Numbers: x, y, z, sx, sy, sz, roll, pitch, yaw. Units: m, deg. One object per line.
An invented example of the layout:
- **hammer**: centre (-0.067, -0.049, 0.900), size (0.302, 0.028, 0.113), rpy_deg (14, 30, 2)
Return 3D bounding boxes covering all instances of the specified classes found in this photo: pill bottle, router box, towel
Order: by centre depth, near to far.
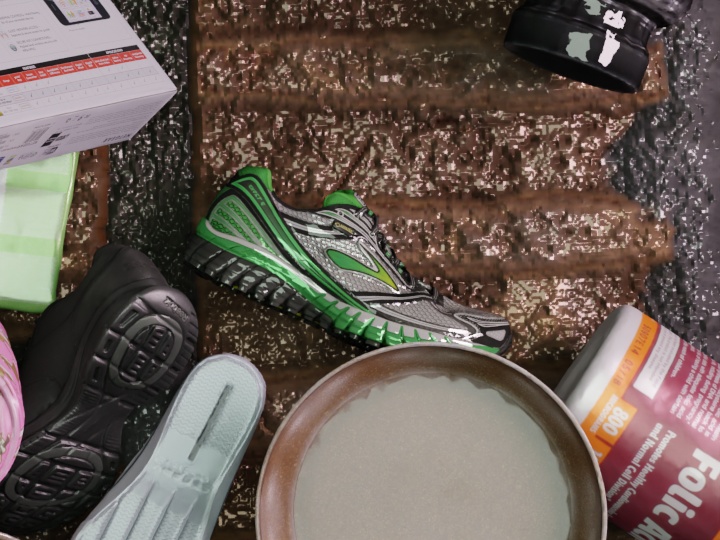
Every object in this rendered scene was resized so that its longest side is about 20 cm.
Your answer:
- **router box**: centre (-0.219, -0.145, 1.670), size (0.049, 0.200, 0.180), rpy_deg (-42, 78, 28)
- **pill bottle**: centre (0.206, 0.119, 1.731), size (0.200, 0.114, 0.114), rpy_deg (33, 87, 0)
- **pill bottle**: centre (0.157, -0.212, 1.743), size (0.112, 0.112, 0.200), rpy_deg (20, 87, -2)
- **towel**: centre (-0.270, -0.058, 1.763), size (0.199, 0.031, 0.150), rpy_deg (9, 90, -5)

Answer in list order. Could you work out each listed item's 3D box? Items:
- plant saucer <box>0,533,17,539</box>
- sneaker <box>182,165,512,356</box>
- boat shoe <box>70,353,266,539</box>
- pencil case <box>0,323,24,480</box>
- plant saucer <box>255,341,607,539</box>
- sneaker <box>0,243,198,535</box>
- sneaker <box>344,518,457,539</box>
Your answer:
- **plant saucer**: centre (-0.252, 0.218, 1.640), size (0.200, 0.032, 0.201), rpy_deg (-11, 124, -17)
- **sneaker**: centre (0.000, 0.000, 1.745), size (0.200, 0.078, 0.085), rpy_deg (25, 86, -1)
- **boat shoe**: centre (-0.113, 0.143, 1.735), size (0.073, 0.067, 0.200), rpy_deg (34, 81, 5)
- **pencil case**: centre (-0.235, 0.068, 1.667), size (0.086, 0.200, 0.083), rpy_deg (-13, 104, -5)
- **plant saucer**: centre (0.041, 0.139, 1.681), size (0.200, 0.032, 0.201), rpy_deg (0, 94, 6)
- **sneaker**: centre (-0.172, 0.072, 1.740), size (0.076, 0.091, 0.200), rpy_deg (28, 109, -39)
- **sneaker**: centre (0.030, 0.184, 1.740), size (0.078, 0.079, 0.200), rpy_deg (-19, 90, -4)
